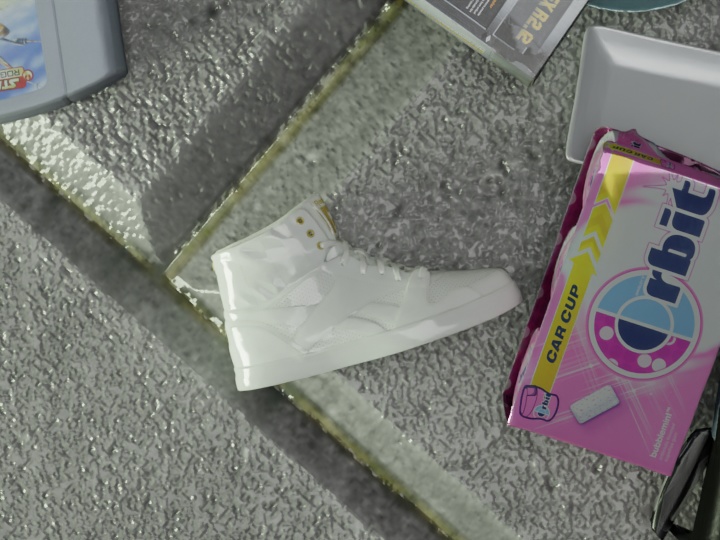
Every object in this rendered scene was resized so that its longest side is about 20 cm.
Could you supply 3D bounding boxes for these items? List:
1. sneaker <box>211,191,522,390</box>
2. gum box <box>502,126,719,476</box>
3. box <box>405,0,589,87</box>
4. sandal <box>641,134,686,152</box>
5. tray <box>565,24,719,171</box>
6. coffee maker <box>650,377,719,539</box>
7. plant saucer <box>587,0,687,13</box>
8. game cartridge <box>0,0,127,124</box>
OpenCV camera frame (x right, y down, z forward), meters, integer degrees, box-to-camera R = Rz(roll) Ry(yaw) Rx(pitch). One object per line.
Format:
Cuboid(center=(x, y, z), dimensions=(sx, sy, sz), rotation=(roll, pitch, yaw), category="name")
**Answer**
Cuboid(center=(0.000, 0.000, 1.373), dimensions=(0.198, 0.074, 0.117), rotation=(-15, 91, 2), category="sneaker")
Cuboid(center=(0.177, 0.016, 1.330), dimensions=(0.113, 0.066, 0.201), rotation=(18, 104, -4), category="gum box")
Cuboid(center=(0.105, -0.247, 1.351), dimensions=(0.158, 0.048, 0.201), rotation=(34, 90, 1), category="box")
Cuboid(center=(0.202, 0.009, 1.381), dimensions=(0.074, 0.045, 0.202), rotation=(0, 88, 3), category="sandal")
Cuboid(center=(0.238, -0.094, 1.380), dimensions=(0.198, 0.022, 0.108), rotation=(12, 66, -1), category="tray")
Cuboid(center=(0.284, 0.122, 1.303), dimensions=(0.134, 0.192, 0.202), rotation=(10, 91, -18), category="coffee maker")
Cuboid(center=(0.180, -0.271, 1.393), dimensions=(0.199, 0.039, 0.203), rotation=(0, 88, 2), category="plant saucer")
Cuboid(center=(-0.261, -0.165, 1.403), dimensions=(0.198, 0.042, 0.134), rotation=(-9, 84, 1), category="game cartridge")
